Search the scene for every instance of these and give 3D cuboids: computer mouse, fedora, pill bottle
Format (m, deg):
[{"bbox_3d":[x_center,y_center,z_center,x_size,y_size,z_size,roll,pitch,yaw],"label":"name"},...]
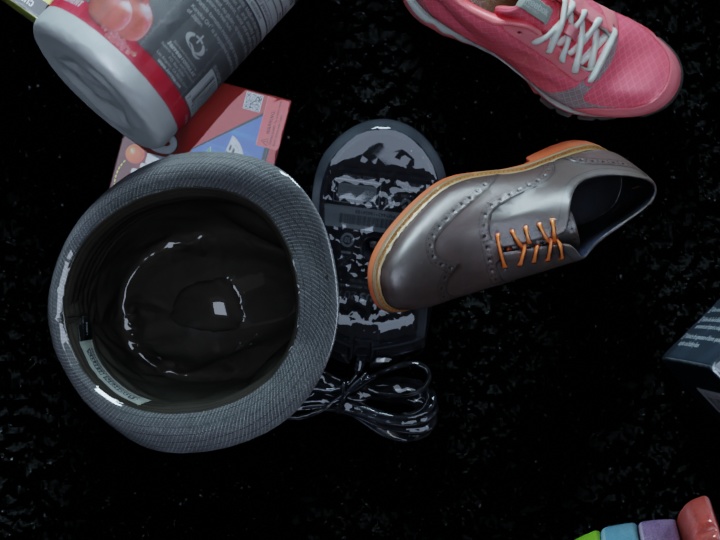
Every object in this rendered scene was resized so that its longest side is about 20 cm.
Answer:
[{"bbox_3d":[0.000,0.000,1.164,0.137,0.053,0.202,12,99,0],"label":"computer mouse"},{"bbox_3d":[-0.091,0.020,1.108,0.198,0.090,0.179,-17,83,18],"label":"fedora"},{"bbox_3d":[-0.100,-0.183,1.123,0.111,0.111,0.200,41,76,-1],"label":"pill bottle"}]

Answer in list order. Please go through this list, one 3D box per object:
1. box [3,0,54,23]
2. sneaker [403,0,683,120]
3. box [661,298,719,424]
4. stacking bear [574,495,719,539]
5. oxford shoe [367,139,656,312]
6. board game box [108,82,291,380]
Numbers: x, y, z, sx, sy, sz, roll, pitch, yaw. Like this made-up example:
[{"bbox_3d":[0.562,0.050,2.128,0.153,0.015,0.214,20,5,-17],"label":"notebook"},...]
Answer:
[{"bbox_3d":[-0.164,-0.250,1.148,0.050,0.075,0.201,33,87,-3],"label":"box"},{"bbox_3d":[0.115,-0.152,1.147,0.198,0.087,0.074,25,90,-1],"label":"sneaker"},{"bbox_3d":[0.304,0.026,1.120,0.200,0.148,0.107,-45,91,-1],"label":"box"},{"bbox_3d":[0.141,0.224,1.133,0.198,0.114,0.123,-19,98,9],"label":"stacking bear"},{"bbox_3d":[0.095,-0.027,1.117,0.199,0.072,0.072,-28,116,-23],"label":"oxford shoe"},{"bbox_3d":[-0.118,-0.026,1.173,0.102,0.019,0.202,14,89,0],"label":"board game box"}]
